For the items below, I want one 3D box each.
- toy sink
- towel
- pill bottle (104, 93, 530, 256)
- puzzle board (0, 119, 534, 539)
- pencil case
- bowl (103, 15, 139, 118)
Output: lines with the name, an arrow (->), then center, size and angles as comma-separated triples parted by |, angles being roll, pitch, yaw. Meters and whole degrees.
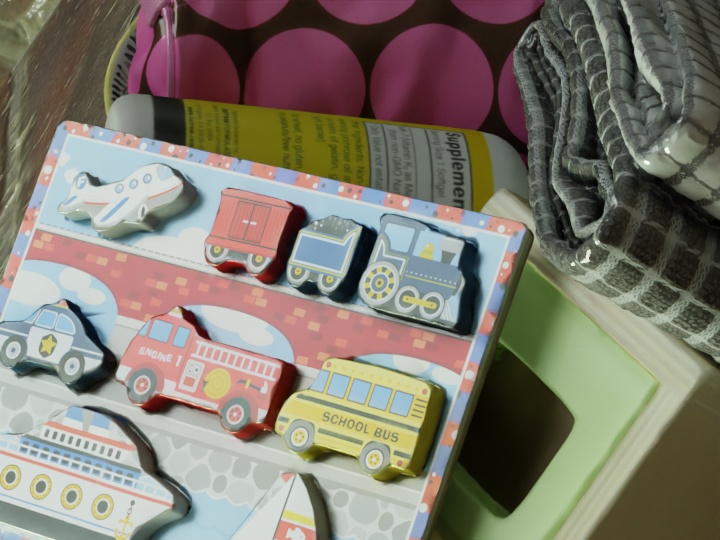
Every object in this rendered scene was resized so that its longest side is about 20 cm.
toy sink -> 0.052, 0.097, 0.998 | 0.200, 0.112, 0.130 | -55, 41, 9
towel -> 0.134, -0.022, 0.965 | 0.086, 0.165, 0.200 | -56, 15, 19
pill bottle -> 0.000, 0.000, 1.122 | 0.114, 0.199, 0.115 | -174, 90, -80
puzzle board -> -0.051, 0.036, 1.002 | 0.199, 0.017, 0.151 | 13, 79, 34
pencil case -> 0.008, -0.086, 1.178 | 0.094, 0.199, 0.091 | 92, 172, -52
bowl -> -0.005, -0.054, 1.299 | 0.201, 0.200, 0.095 | -76, -18, -49
